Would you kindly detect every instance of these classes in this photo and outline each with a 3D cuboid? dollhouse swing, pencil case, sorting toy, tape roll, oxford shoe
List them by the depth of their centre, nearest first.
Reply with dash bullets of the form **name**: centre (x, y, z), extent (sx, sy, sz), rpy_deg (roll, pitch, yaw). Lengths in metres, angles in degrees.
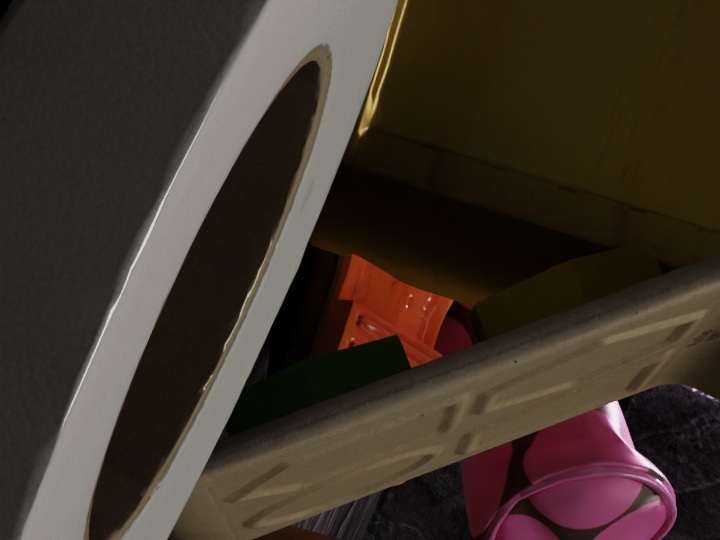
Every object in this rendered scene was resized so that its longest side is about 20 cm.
- **tape roll**: centre (-0.042, 0.000, 0.409), extent (0.203, 0.037, 0.203), rpy_deg (24, 90, -86)
- **sorting toy**: centre (0.026, 0.036, 0.636), extent (0.185, 0.200, 0.037), rpy_deg (92, -18, -78)
- **dollhouse swing**: centre (0.101, -0.076, 0.688), extent (0.182, 0.200, 0.176), rpy_deg (92, 14, -78)
- **oxford shoe**: centre (0.000, 0.000, 0.844), extent (0.073, 0.071, 0.200), rpy_deg (-24, -144, 44)
- **pencil case**: centre (0.062, 0.038, 0.891), extent (0.091, 0.094, 0.200), rpy_deg (-38, -134, 23)

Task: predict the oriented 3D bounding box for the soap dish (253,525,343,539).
- **soap dish**: centre (-0.031, 0.187, 0.830), extent (0.081, 0.157, 0.200), rpy_deg (-90, -161, -58)
